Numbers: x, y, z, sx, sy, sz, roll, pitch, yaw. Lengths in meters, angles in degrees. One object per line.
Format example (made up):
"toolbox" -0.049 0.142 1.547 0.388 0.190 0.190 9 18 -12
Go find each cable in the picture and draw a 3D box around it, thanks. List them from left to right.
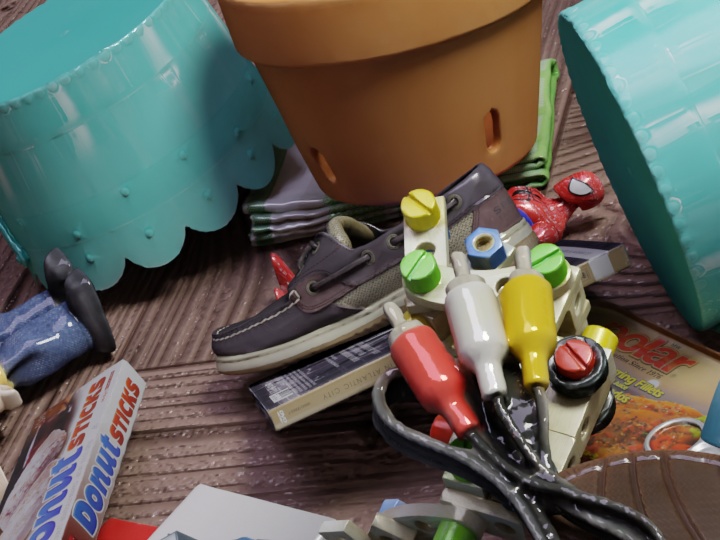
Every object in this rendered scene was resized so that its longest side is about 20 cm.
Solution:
"cable" 0.061 0.075 0.903 0.097 0.050 0.201 -24 44 0

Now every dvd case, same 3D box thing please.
"dvd case" 0.037 0.032 1.142 0.199 0.016 0.149 -25 4 -6

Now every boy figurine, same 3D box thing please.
"boy figurine" -0.250 0.062 1.283 0.199 0.065 0.124 -27 34 -15

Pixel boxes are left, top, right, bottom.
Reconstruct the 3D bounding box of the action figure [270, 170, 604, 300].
"action figure" 0.046 -0.018 1.247 0.198 0.052 0.066 -17 26 3

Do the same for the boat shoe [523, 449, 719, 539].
"boat shoe" 0.171 0.126 0.908 0.201 0.075 0.075 1 44 17

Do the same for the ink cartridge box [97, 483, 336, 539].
"ink cartridge box" -0.126 0.183 1.034 0.175 0.045 0.200 8 41 38

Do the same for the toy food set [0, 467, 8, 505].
"toy food set" -0.296 0.080 1.196 0.143 0.060 0.201 -27 72 -10

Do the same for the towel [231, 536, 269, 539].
"towel" 0.010 0.151 0.914 0.198 0.049 0.112 9 4 18

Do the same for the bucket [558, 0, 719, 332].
"bucket" 0.196 -0.075 1.088 0.134 0.208 0.208 -24 30 1

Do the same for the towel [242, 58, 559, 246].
"towel" 0.027 -0.083 1.376 0.198 0.031 0.150 -12 32 14

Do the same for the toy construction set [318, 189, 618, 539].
"toy construction set" 0.048 0.066 1.003 0.130 0.092 0.201 14 75 24

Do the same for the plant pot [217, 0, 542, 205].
"plant pot" 0.024 -0.129 1.276 0.198 0.141 0.200 -12 23 5

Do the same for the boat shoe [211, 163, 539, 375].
"boat shoe" 0.000 0.000 1.178 0.199 0.065 0.072 -23 5 24

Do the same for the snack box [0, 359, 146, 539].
"snack box" -0.162 0.124 1.135 0.072 0.024 0.200 -33 22 22

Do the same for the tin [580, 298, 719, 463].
"tin" 0.121 0.073 1.065 0.112 0.042 0.200 -36 33 -17

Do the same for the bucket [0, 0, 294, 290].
"bucket" -0.159 -0.098 1.379 0.206 0.135 0.208 -24 25 12

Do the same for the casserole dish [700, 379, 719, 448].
"casserole dish" 0.239 0.051 0.939 0.199 0.039 0.121 -8 9 -37
